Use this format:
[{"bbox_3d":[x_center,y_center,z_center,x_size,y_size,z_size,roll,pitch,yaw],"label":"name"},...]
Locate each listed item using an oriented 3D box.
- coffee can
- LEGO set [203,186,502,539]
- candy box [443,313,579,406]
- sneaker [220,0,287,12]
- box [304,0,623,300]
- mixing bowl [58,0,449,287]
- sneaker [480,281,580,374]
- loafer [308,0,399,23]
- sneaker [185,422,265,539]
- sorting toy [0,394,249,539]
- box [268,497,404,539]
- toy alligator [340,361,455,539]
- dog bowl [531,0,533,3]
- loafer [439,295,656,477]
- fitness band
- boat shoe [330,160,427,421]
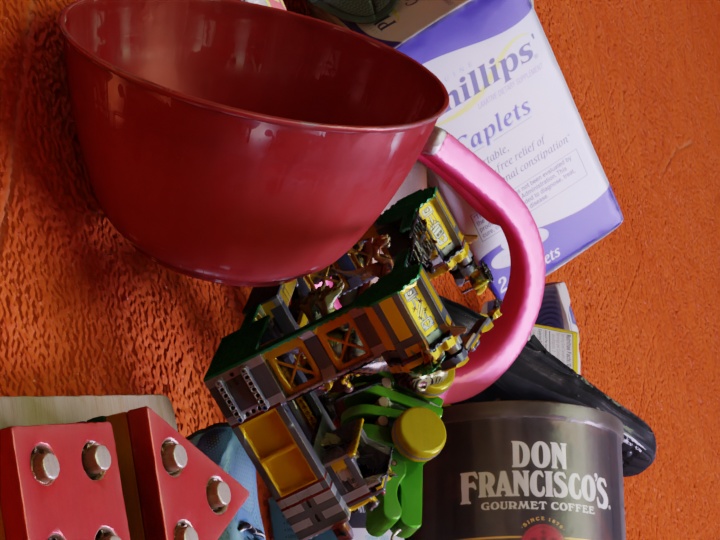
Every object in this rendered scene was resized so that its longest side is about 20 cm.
[{"bbox_3d":[0.095,0.196,1.250,0.146,0.145,0.201,33,53,-59],"label":"coffee can"},{"bbox_3d":[0.009,0.053,1.040,0.116,0.153,0.200,60,6,-14],"label":"LEGO set"},{"bbox_3d":[0.101,0.120,1.396,0.026,0.101,0.201,117,-17,-52],"label":"candy box"},{"bbox_3d":[-0.064,-0.134,1.168,0.091,0.078,0.201,-85,156,-55],"label":"sneaker"},{"bbox_3d":[0.062,-0.116,1.319,0.201,0.105,0.184,62,-6,-32],"label":"box"},{"bbox_3d":[-0.062,-0.060,1.024,0.200,0.199,0.109,-43,149,-64],"label":"mixing bowl"},{"bbox_3d":[0.142,0.112,1.531,0.115,0.080,0.201,4,77,-74],"label":"sneaker"},{"bbox_3d":[-0.060,-0.220,1.200,0.200,0.072,0.063,35,19,-23],"label":"loafer"},{"bbox_3d":[-0.048,0.174,1.013,0.078,0.089,0.201,21,57,-63],"label":"sneaker"},{"bbox_3d":[-0.110,0.150,0.881,0.198,0.069,0.202,5,72,-61],"label":"sorting toy"},{"bbox_3d":[-0.002,0.226,1.146,0.082,0.049,0.202,17,62,-64],"label":"box"},{"bbox_3d":[0.012,0.104,1.126,0.054,0.059,0.201,20,55,-13],"label":"toy alligator"},{"bbox_3d":[0.060,-0.236,1.510,0.200,0.078,0.202,-13,90,-68],"label":"dog bowl"},{"bbox_3d":[0.115,0.075,1.367,0.200,0.068,0.071,27,48,-8],"label":"loafer"},{"bbox_3d":[0.035,-0.002,1.199,0.200,0.037,0.144,37,78,-40],"label":"fitness band"},{"bbox_3d":[0.000,0.000,1.241,0.070,0.070,0.202,-8,106,-47],"label":"boat shoe"}]
